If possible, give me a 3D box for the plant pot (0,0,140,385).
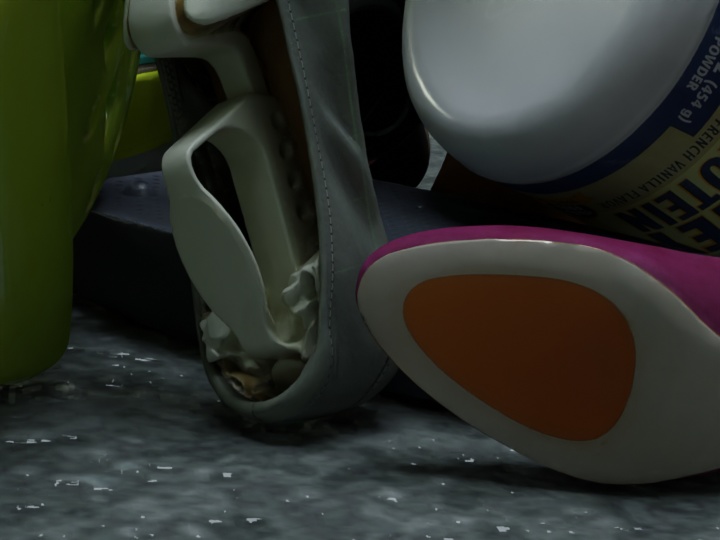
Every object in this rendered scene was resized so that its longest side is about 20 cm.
[{"bbox_3d":[-0.163,-0.080,0.674,0.197,0.201,0.183,3,49,-3],"label":"plant pot"}]

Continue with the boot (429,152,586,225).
[{"bbox_3d":[0.067,-0.091,0.946,0.073,0.156,0.200,6,13,6],"label":"boot"}]

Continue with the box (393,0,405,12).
[{"bbox_3d":[0.016,-0.162,0.866,0.136,0.038,0.199,20,-28,-33],"label":"box"}]

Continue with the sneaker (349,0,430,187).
[{"bbox_3d":[-0.005,-0.062,0.904,0.099,0.071,0.200,44,-3,37],"label":"sneaker"}]

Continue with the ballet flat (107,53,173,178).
[{"bbox_3d":[-0.088,-0.055,0.937,0.066,0.068,0.200,-14,7,8],"label":"ballet flat"}]

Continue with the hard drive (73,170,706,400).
[{"bbox_3d":[0.000,0.000,0.777,0.199,0.043,0.134,14,16,37],"label":"hard drive"}]

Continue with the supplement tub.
[{"bbox_3d":[0.129,-0.074,0.821,0.199,0.145,0.144,21,0,-36],"label":"supplement tub"}]

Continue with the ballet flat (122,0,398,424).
[{"bbox_3d":[-0.035,-0.054,0.662,0.067,0.202,0.063,-10,5,41],"label":"ballet flat"}]

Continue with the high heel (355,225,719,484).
[{"bbox_3d":[0.097,0.015,0.662,0.198,0.068,0.096,9,22,0],"label":"high heel"}]
